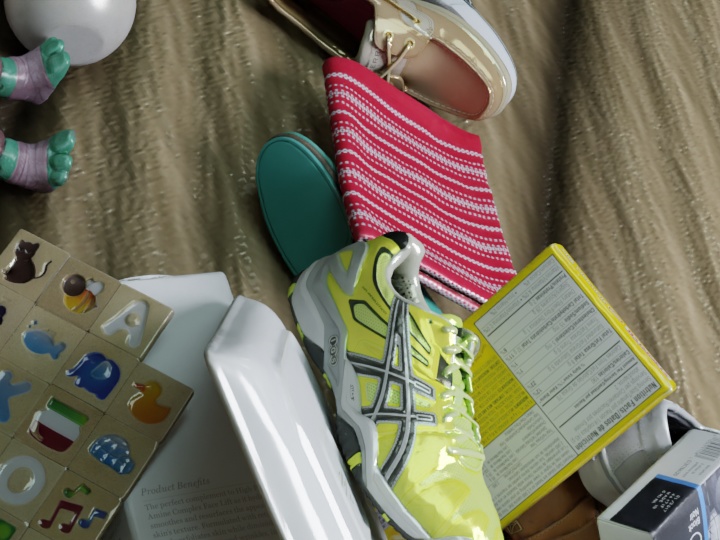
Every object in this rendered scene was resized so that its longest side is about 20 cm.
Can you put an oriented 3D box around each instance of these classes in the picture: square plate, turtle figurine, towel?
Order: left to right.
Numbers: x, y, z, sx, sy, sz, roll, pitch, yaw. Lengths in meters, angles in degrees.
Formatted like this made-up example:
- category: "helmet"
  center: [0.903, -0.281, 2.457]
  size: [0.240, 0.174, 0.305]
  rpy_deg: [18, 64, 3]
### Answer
- category: "turtle figurine"
  center: [-0.262, -0.107, 0.800]
  size: [0.199, 0.100, 0.151]
  rpy_deg: [10, 80, -41]
- category: "square plate"
  center: [-0.018, 0.110, 0.694]
  size: [0.028, 0.200, 0.199]
  rpy_deg: [-24, 96, 2]
- category: "towel"
  center: [0.041, -0.055, 0.931]
  size: [0.144, 0.022, 0.201]
  rpy_deg: [28, 31, -28]

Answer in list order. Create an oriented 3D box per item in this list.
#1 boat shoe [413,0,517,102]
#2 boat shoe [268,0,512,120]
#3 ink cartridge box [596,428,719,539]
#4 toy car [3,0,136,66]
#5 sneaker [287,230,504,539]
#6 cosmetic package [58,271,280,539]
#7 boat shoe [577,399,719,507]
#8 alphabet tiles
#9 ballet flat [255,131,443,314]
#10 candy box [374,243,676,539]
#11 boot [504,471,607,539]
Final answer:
- category: "boat shoe"
  center: [0.051, -0.204, 1.066]
  size: [0.200, 0.072, 0.071]
  rpy_deg: [47, 46, 7]
- category: "boat shoe"
  center: [0.013, -0.164, 1.016]
  size: [0.200, 0.074, 0.069]
  rpy_deg: [34, 41, 11]
- category: "ink cartridge box"
  center: [0.182, 0.199, 0.779]
  size: [0.099, 0.039, 0.201]
  rpy_deg: [-33, 121, -40]
- category: "toy car"
  center: [-0.219, -0.236, 0.887]
  size: [0.199, 0.150, 0.176]
  rpy_deg: [6, 54, -25]
- category: "sneaker"
  center: [0.029, 0.064, 0.743]
  size: [0.075, 0.076, 0.201]
  rpy_deg: [23, 35, -58]
- category: "cosmetic package"
  center: [-0.097, 0.104, 0.758]
  size: [0.101, 0.074, 0.201]
  rpy_deg: [-4, 57, -30]
- category: "boat shoe"
  center: [0.197, 0.120, 0.857]
  size: [0.200, 0.068, 0.072]
  rpy_deg: [39, 45, -45]
- category: "alphabet tiles"
  center: [-0.187, 0.077, 0.712]
  size: [0.166, 0.006, 0.201]
  rpy_deg: [26, 65, 13]
- category: "ballet flat"
  center: [0.000, 0.000, 0.903]
  size: [0.070, 0.067, 0.201]
  rpy_deg: [1, 53, -57]
- category: "candy box"
  center: [0.066, 0.088, 0.787]
  size: [0.102, 0.200, 0.026]
  rpy_deg: [52, 17, 12]
- category: "boot"
  center: [0.131, 0.121, 0.881]
  size: [0.199, 0.074, 0.155]
  rpy_deg: [-12, 76, -49]
